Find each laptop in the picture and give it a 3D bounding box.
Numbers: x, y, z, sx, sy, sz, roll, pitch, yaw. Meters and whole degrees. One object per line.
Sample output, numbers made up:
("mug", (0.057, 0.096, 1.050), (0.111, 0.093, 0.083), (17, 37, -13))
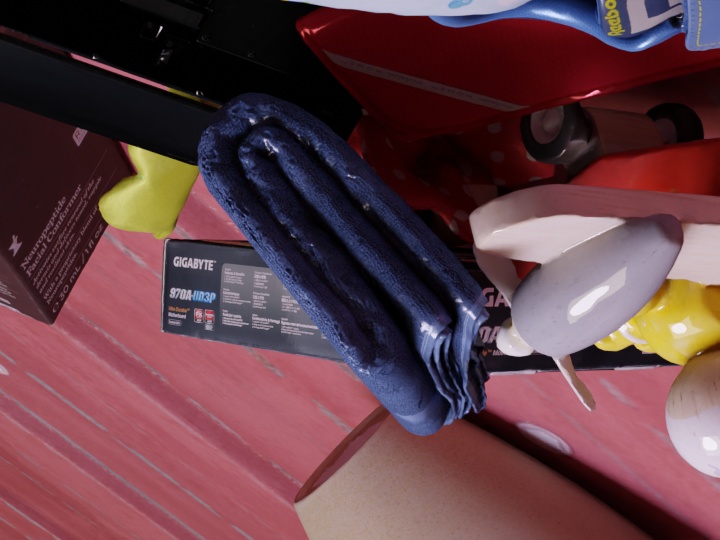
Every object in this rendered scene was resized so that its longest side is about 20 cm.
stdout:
("laptop", (-0.079, -0.115, 0.838), (0.176, 0.201, 0.103), (17, -152, -26))

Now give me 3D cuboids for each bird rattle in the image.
("bird rattle", (-0.002, -0.057, 1.014), (0.199, 0.113, 0.163), (5, 164, 25))

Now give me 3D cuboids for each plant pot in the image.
("plant pot", (0.063, 0.173, 1.374), (0.200, 0.187, 0.187), (45, 160, -4))

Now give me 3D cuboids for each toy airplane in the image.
("toy airplane", (0.140, 0.001, 0.811), (0.199, 0.142, 0.199), (3, 175, 6))

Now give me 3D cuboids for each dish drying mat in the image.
("dish drying mat", (0.080, -0.084, 0.768), (0.199, 0.018, 0.077), (-12, 140, 31))

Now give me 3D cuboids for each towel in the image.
("towel", (0.000, 0.000, 0.829), (0.112, 0.048, 0.200), (50, 179, 10))

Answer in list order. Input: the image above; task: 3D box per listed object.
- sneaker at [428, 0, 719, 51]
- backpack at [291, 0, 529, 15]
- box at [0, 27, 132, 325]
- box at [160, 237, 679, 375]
("sneaker", (0.104, -0.098, 0.665), (0.199, 0.083, 0.074), (2, 140, 18))
("backpack", (-0.016, -0.143, 0.597), (0.199, 0.164, 0.154), (24, 148, -8))
("box", (-0.190, -0.064, 1.206), (0.075, 0.100, 0.200), (21, 161, 21))
("box", (0.031, 0.014, 1.049), (0.158, 0.046, 0.199), (0, -176, -39))
